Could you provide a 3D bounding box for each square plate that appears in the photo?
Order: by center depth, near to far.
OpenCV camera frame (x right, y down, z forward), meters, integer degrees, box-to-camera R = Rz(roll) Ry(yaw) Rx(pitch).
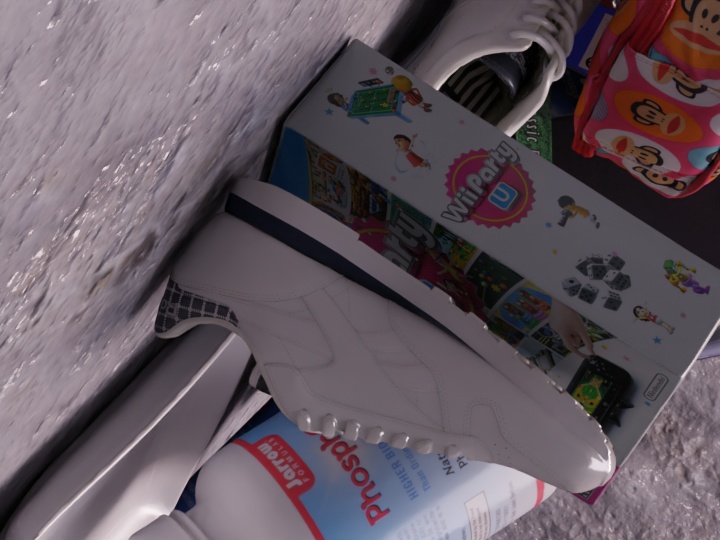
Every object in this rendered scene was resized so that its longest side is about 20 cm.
[{"bbox_3d":[-0.124,0.113,0.998,0.198,0.028,0.200,-47,169,-44],"label":"square plate"}]

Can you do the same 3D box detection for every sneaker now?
[{"bbox_3d":[0.012,0.043,0.895,0.081,0.200,0.076,-57,177,-5],"label":"sneaker"},{"bbox_3d":[0.078,-0.113,1.031,0.200,0.073,0.071,-54,-149,-2],"label":"sneaker"}]

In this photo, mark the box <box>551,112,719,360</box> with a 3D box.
[{"bbox_3d":[0.139,-0.010,1.257,0.200,0.123,0.198,-12,164,5],"label":"box"}]

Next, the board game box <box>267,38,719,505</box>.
[{"bbox_3d":[0.052,0.005,0.969,0.064,0.200,0.148,-53,171,-30],"label":"board game box"}]

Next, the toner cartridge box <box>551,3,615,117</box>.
[{"bbox_3d":[0.143,-0.112,1.293,0.043,0.095,0.200,-59,163,-4],"label":"toner cartridge box"}]

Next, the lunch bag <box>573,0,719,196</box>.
[{"bbox_3d":[0.178,-0.141,1.033,0.176,0.082,0.200,-62,177,-18],"label":"lunch bag"}]

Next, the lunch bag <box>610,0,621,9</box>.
[{"bbox_3d":[0.209,-0.220,1.182,0.176,0.082,0.200,-26,139,-29],"label":"lunch bag"}]

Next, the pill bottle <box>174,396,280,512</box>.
[{"bbox_3d":[-0.024,0.123,1.233,0.200,0.112,0.112,-45,171,-4],"label":"pill bottle"}]

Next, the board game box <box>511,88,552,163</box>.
[{"bbox_3d":[0.076,-0.066,1.114,0.105,0.023,0.200,109,-14,-60],"label":"board game box"}]

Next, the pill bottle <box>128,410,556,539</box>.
[{"bbox_3d":[-0.009,0.113,1.056,0.200,0.109,0.109,-31,164,-19],"label":"pill bottle"}]

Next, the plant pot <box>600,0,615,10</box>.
[{"bbox_3d":[0.241,-0.164,1.432,0.201,0.195,0.201,-54,173,-10],"label":"plant pot"}]
